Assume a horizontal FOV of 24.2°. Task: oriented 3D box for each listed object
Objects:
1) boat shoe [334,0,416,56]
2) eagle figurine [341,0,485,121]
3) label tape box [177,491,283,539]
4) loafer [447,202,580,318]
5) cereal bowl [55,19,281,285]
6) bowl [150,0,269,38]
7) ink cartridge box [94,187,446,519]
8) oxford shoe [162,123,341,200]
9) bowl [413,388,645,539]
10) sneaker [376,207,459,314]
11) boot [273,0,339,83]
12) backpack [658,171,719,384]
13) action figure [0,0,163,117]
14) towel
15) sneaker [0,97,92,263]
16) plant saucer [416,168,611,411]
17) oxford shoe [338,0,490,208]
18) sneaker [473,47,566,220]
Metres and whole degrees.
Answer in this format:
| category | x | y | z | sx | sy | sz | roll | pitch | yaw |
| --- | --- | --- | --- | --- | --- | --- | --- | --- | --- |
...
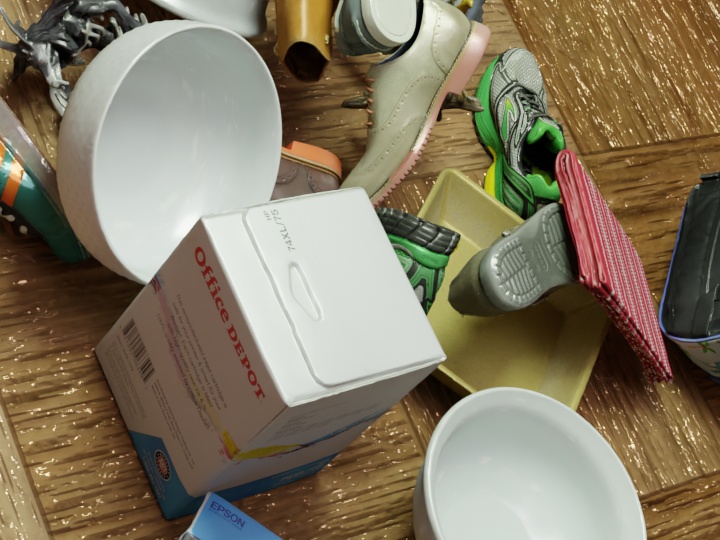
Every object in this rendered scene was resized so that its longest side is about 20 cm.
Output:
| category | x | y | z | sx | sy | sz | roll | pitch | yaw |
| --- | --- | --- | --- | --- | --- | --- | --- | --- | --- |
| boat shoe | 0.006 | -0.266 | 1.370 | 0.073 | 0.062 | 0.201 | 18 | 62 | -38 |
| eagle figurine | 0.060 | -0.235 | 1.464 | 0.151 | 0.150 | 0.201 | 8 | 77 | -57 |
| label tape box | -0.098 | 0.273 | 1.139 | 0.143 | 0.066 | 0.200 | 36 | 47 | -9 |
| loafer | 0.132 | -0.006 | 1.400 | 0.200 | 0.069 | 0.076 | -17 | 87 | -57 |
| cereal bowl | -0.152 | -0.091 | 1.246 | 0.083 | 0.201 | 0.200 | 17 | 35 | 35 |
| bowl | -0.144 | -0.287 | 1.398 | 0.200 | 0.091 | 0.201 | 29 | 22 | -13 |
| ink cartridge box | -0.069 | 0.060 | 1.202 | 0.146 | 0.200 | 0.147 | -12 | 69 | -38 |
| oxford shoe | -0.099 | -0.071 | 1.358 | 0.199 | 0.071 | 0.073 | 9 | 62 | -29 |
| bowl | 0.114 | 0.200 | 1.296 | 0.200 | 0.090 | 0.202 | 17 | 54 | -24 |
| sneaker | 0.000 | 0.000 | 1.295 | 0.078 | 0.200 | 0.086 | 23 | 83 | -21 |
| boot | -0.045 | -0.250 | 1.346 | 0.070 | 0.201 | 0.145 | -1 | 66 | 6 |
| backpack | 0.381 | 0.014 | 1.542 | 0.147 | 0.182 | 0.201 | 45 | 53 | -28 |
| action figure | -0.195 | -0.161 | 1.323 | 0.199 | 0.119 | 0.102 | 1 | 53 | -39 |
| towel | 0.220 | -0.001 | 1.458 | 0.200 | 0.022 | 0.145 | 47 | 28 | -50 |
| sneaker | -0.279 | -0.077 | 1.252 | 0.080 | 0.071 | 0.200 | -37 | 100 | -4 |
| plant saucer | 0.108 | 0.039 | 1.434 | 0.200 | 0.048 | 0.200 | 37 | 47 | -8 |
| oxford shoe | 0.025 | -0.132 | 1.380 | 0.074 | 0.071 | 0.201 | 33 | 85 | -16 |
| sneaker | 0.159 | -0.126 | 1.550 | 0.078 | 0.085 | 0.201 | 13 | 54 | -25 |
